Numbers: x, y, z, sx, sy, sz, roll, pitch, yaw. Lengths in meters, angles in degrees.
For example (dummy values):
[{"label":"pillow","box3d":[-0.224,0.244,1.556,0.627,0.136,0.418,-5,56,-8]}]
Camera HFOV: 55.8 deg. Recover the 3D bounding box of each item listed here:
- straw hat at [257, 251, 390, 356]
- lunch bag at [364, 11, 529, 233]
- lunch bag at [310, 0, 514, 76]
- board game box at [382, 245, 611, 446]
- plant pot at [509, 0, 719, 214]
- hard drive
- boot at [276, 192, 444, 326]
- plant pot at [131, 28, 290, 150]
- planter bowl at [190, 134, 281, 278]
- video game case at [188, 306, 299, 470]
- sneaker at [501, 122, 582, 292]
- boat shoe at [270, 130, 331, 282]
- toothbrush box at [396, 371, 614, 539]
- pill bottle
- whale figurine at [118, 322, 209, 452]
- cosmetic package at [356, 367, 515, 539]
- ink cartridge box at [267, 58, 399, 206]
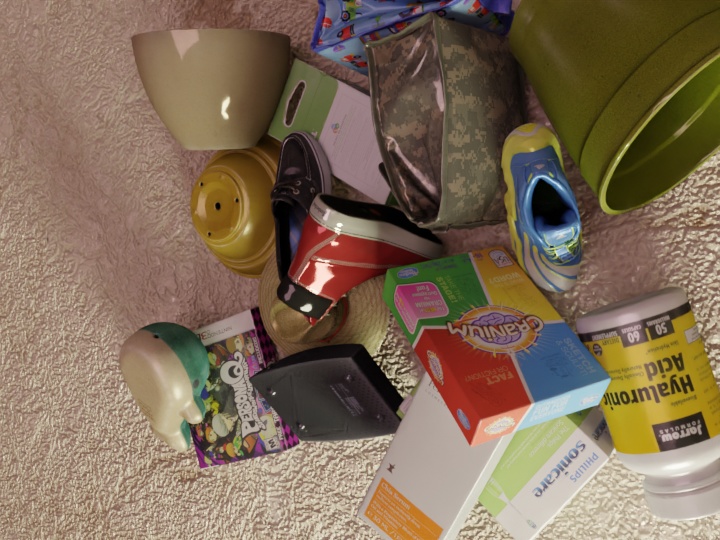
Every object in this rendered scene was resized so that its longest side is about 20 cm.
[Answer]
[{"label":"straw hat","box3d":[-0.067,0.052,0.864,0.197,0.085,0.206,5,102,23]},{"label":"lunch bag","box3d":[0.099,-0.141,0.716,0.116,0.162,0.205,-8,89,45]},{"label":"lunch bag","box3d":[0.067,-0.273,0.738,0.196,0.150,0.097,5,94,29]},{"label":"board game box","box3d":[0.130,0.065,0.687,0.041,0.150,0.201,99,151,-41]},{"label":"plant pot","box3d":[0.244,-0.194,0.637,0.201,0.198,0.194,-47,60,24]},{"label":"hard drive","box3d":[-0.039,0.155,0.852,0.198,0.043,0.136,-18,117,43]},{"label":"boot","box3d":[0.000,0.000,0.780,0.072,0.197,0.146,45,117,43]},{"label":"plant pot","box3d":[-0.185,-0.226,0.869,0.196,0.199,0.138,6,104,29]},{"label":"planter bowl","box3d":[-0.172,-0.088,0.932,0.196,0.083,0.206,2,94,29]},{"label":"video game case","box3d":[-0.188,0.174,0.988,0.178,0.036,0.205,-19,85,31]},{"label":"sneaker","box3d":[0.182,-0.037,0.674,0.074,0.106,0.202,-16,123,16]},{"label":"boat shoe","box3d":[-0.079,-0.073,0.808,0.069,0.066,0.205,-6,81,30]},{"label":"toothbrush box","box3d":[0.162,0.170,0.757,0.200,0.085,0.147,44,115,21]},{"label":"pill bottle","box3d":[0.293,0.128,0.665,0.110,0.111,0.204,-20,84,29]},{"label":"whale figurine","box3d":[-0.268,0.163,0.974,0.157,0.103,0.204,24,131,29]},{"label":"cosmetic package","box3d":[0.084,0.203,0.718,0.101,0.071,0.203,32,113,24]},{"label":"ink cartridge box","box3d":[-0.013,-0.172,0.846,0.198,0.059,0.106,33,110,24]}]
